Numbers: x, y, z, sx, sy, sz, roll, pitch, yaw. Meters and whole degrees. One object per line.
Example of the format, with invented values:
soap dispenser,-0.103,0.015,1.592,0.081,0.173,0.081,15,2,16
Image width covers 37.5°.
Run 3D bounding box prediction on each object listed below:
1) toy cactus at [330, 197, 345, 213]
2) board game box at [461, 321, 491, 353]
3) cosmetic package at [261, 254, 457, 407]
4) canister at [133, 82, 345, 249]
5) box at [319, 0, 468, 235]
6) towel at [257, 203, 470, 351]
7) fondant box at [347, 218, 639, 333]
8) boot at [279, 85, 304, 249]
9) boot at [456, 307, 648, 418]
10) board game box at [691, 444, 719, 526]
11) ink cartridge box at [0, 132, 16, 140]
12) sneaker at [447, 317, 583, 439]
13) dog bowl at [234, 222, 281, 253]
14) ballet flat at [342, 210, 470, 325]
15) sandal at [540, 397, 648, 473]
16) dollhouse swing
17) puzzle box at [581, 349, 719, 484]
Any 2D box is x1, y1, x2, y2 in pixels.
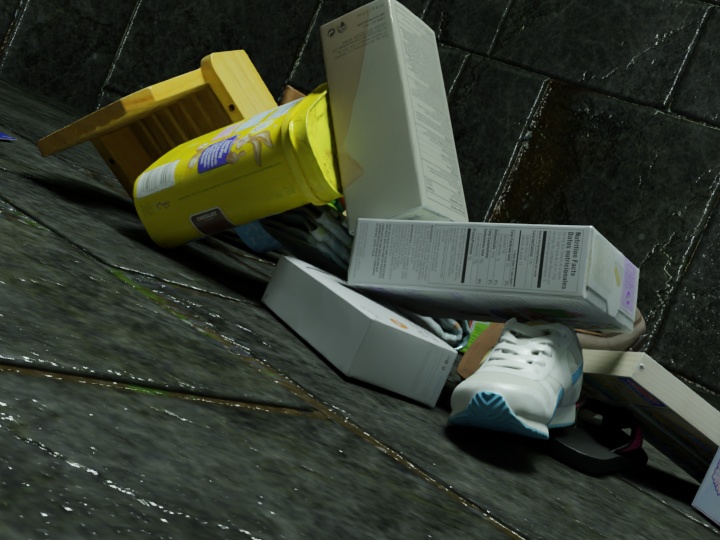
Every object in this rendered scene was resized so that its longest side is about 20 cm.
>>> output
toy cactus,-0.006,-0.053,1.273,0.165,0.102,0.200,42,4,6
board game box,0.180,0.068,1.209,0.199,0.102,0.048,26,6,29
cosmetic package,-0.007,0.043,0.856,0.082,0.051,0.200,20,5,-27
canister,-0.097,-0.097,0.994,0.199,0.087,0.149,-16,20,27
box,0.030,-0.126,0.941,0.077,0.202,0.095,-18,-21,28
towel,0.000,0.000,1.038,0.200,0.048,0.171,42,-9,-26
fondant box,0.110,0.005,0.864,0.198,0.059,0.144,5,-10,29
boot,-0.124,-0.146,1.404,0.187,0.201,0.068,21,6,-29
boot,0.196,0.094,1.033,0.070,0.199,0.147,48,-13,50
board game box,0.343,0.124,0.767,0.041,0.201,0.200,23,5,-13
ink cartridge box,-0.524,-0.214,1.308,0.199,0.037,0.095,26,4,-3
sneaker,0.116,0.077,0.780,0.076,0.082,0.200,7,2,21
dog bowl,-0.151,-0.105,1.305,0.201,0.049,0.112,54,13,-20
ballet flat,0.055,-0.011,1.143,0.068,0.063,0.200,-25,64,-37
sandal,0.205,0.136,0.895,0.075,0.045,0.200,24,4,24
dollhouse swing,-0.206,-0.122,1.134,0.182,0.199,0.176,58,34,-23
puzzle box,0.277,0.136,0.927,0.199,0.026,0.133,37,-13,-12
